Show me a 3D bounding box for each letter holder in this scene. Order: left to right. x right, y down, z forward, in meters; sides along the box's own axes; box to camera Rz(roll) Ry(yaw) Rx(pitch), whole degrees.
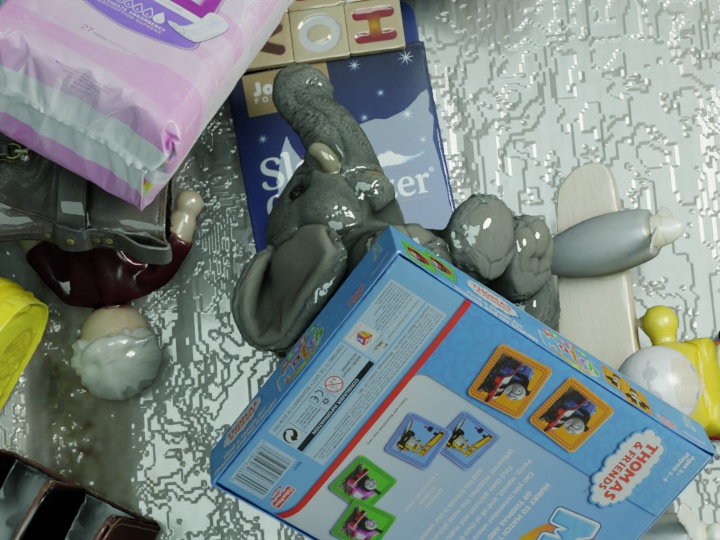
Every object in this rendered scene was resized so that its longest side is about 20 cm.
[{"bbox_3d":[-0.206,0.205,1.012,0.101,0.142,0.200,25,83,6],"label":"letter holder"}]

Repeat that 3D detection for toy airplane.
[{"bbox_3d":[0.143,0.067,1.018,0.200,0.141,0.199,39,85,7],"label":"toy airplane"}]

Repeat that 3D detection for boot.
[{"bbox_3d":[-0.183,-0.078,1.046,0.174,0.069,0.200,-7,58,-2],"label":"boot"}]

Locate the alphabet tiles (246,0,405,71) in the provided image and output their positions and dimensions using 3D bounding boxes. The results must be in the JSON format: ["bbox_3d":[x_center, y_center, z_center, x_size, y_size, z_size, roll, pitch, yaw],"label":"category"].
[{"bbox_3d":[-0.035,-0.217,1.124,0.167,0.008,0.200,-8,72,1],"label":"alphabet tiles"}]

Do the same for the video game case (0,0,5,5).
[{"bbox_3d":[-0.223,-0.182,1.081,0.143,0.017,0.200,15,47,5],"label":"video game case"}]

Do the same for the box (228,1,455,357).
[{"bbox_3d":[-0.009,-0.058,1.101,0.121,0.032,0.200,-11,80,1],"label":"box"}]

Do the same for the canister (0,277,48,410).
[{"bbox_3d":[-0.302,0.031,1.070,0.200,0.087,0.149,31,90,9],"label":"canister"}]

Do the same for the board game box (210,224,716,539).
[{"bbox_3d":[0.050,0.090,0.919,0.200,0.037,0.151,33,108,-19],"label":"board game box"}]

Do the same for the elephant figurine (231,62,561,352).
[{"bbox_3d":[0.000,0.000,1.008,0.200,0.142,0.155,22,56,40],"label":"elephant figurine"}]

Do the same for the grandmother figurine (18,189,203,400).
[{"bbox_3d":[-0.146,-0.024,1.092,0.121,0.061,0.200,-8,83,29],"label":"grandmother figurine"}]

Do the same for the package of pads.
[{"bbox_3d":[-0.119,-0.130,1.003,0.120,0.076,0.200,30,43,-2],"label":"package of pads"}]
